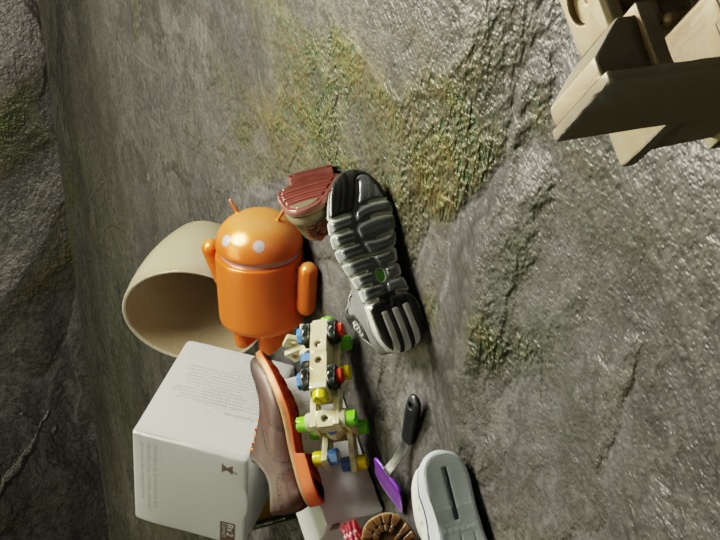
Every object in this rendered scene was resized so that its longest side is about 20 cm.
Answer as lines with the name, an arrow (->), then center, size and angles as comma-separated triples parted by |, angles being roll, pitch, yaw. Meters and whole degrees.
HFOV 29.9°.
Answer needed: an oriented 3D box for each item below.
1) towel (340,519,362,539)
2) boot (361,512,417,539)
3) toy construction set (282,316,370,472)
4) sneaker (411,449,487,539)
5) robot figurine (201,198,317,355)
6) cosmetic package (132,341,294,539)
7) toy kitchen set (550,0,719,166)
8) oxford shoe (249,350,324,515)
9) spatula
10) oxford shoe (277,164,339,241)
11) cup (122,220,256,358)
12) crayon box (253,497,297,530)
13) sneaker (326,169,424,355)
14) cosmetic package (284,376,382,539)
towel -> 0.024, 0.390, 1.508 | 0.145, 0.022, 0.200 | 59, -169, -33
boot -> 0.060, 0.363, 1.506 | 0.107, 0.075, 0.201 | 87, 164, -84
toy construction set -> -0.040, 0.134, 1.614 | 0.131, 0.092, 0.201 | 64, -174, -52
sneaker -> 0.097, 0.283, 1.360 | 0.071, 0.072, 0.202 | 117, 147, -72
robot figurine -> -0.130, 0.006, 1.726 | 0.144, 0.116, 0.201 | -133, 37, -55
cosmetic package -> -0.197, 0.233, 1.842 | 0.200, 0.164, 0.166 | -63, -18, -52
toy kitchen set -> 0.164, -0.176, 0.782 | 0.200, 0.162, 0.182 | 129, 127, -64
oxford shoe -> -0.107, 0.193, 1.611 | 0.071, 0.072, 0.201 | 52, -162, -69
spatula -> 0.044, 0.200, 1.503 | 0.057, 0.020, 0.201 | 50, 145, 30
oxford shoe -> -0.047, -0.068, 1.499 | 0.200, 0.070, 0.075 | -74, -30, -76
cup -> -0.230, 0.015, 1.940 | 0.201, 0.199, 0.144 | 103, 176, -48
crayon box -> -0.164, 0.338, 1.982 | 0.200, 0.125, 0.052 | 174, 85, -69
sneaker -> 0.000, 0.000, 1.445 | 0.115, 0.075, 0.201 | 138, 117, -69
cosmetic package -> -0.049, 0.240, 1.694 | 0.113, 0.081, 0.201 | 115, 138, -58
